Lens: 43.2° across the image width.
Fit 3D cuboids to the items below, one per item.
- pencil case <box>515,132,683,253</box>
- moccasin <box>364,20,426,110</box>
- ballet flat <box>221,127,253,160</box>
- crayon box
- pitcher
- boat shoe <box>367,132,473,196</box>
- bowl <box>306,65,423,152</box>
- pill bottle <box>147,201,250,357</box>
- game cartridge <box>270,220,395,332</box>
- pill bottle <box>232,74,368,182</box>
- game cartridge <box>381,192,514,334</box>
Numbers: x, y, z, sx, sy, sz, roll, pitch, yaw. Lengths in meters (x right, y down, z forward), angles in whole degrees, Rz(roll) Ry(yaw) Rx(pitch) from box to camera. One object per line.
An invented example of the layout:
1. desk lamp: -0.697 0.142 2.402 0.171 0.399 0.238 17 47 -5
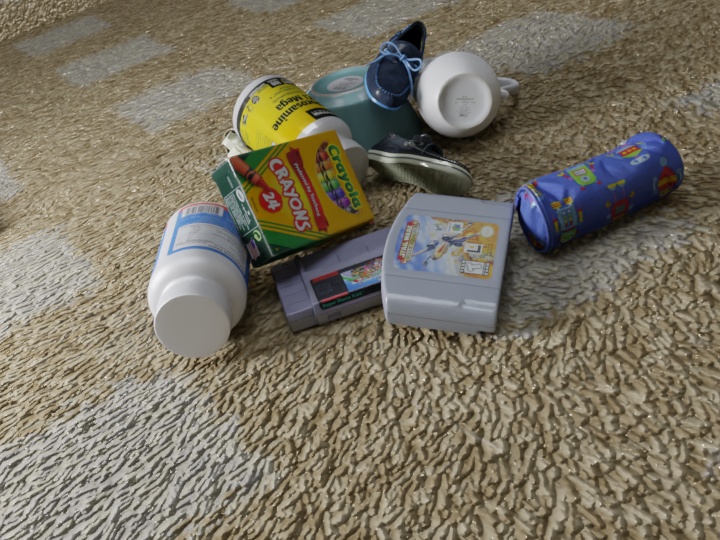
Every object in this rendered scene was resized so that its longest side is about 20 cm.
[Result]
1. pencil case: 0.269 -0.094 1.038 0.199 0.078 0.087 -24 55 -15
2. moccasin: 0.054 -0.312 1.339 0.080 0.068 0.200 26 41 -12
3. ballet flat: -0.179 -0.169 1.380 0.068 0.075 0.200 -40 32 4
4. crayon box: -0.067 -0.095 1.109 0.200 0.127 0.051 -23 -3 -40
5. pitcher: 0.165 -0.268 1.358 0.171 0.122 0.200 -2 19 -2
6. boat shoe: 0.083 -0.148 1.219 0.062 0.075 0.200 -53 35 -10
7. bowl: -0.010 -0.245 1.401 0.200 0.105 0.201 -11 31 7
8. pill bottle: -0.185 0.011 1.050 0.112 0.113 0.200 -13 30 5
9. game cartridge: 0.000 0.000 1.059 0.199 0.039 0.130 -19 26 -5
10. pill bottle: -0.083 -0.187 1.294 0.112 0.113 0.200 -32 54 -26
11. game cartridge: 0.093 -0.015 0.989 0.132 0.042 0.200 10 42 7
